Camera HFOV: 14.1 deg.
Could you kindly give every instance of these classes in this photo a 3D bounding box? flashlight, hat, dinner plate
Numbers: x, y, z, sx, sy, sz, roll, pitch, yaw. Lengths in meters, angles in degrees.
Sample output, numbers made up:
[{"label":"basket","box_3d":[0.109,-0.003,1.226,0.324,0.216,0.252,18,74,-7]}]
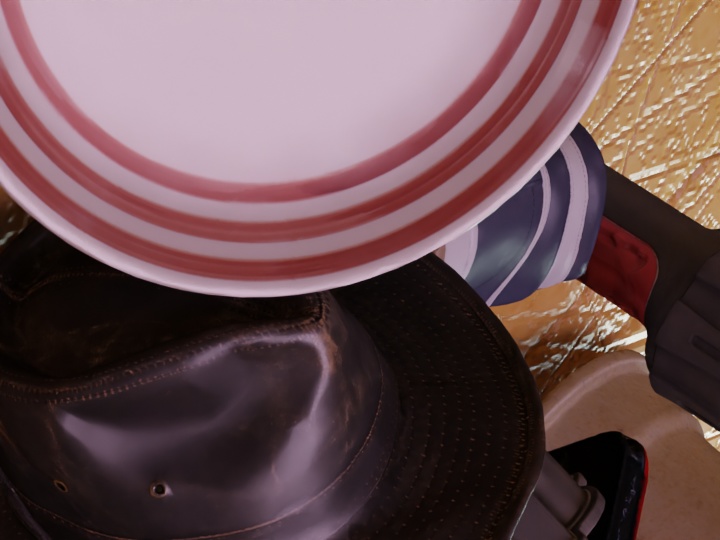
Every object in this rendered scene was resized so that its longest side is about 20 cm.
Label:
[{"label":"flashlight","box_3d":[0.072,-0.008,1.016,0.068,0.200,0.068,-18,132,-39]},{"label":"hat","box_3d":[-0.049,0.025,0.810,0.200,0.200,0.081,-36,142,-24]},{"label":"dinner plate","box_3d":[-0.019,-0.091,0.742,0.199,0.024,0.201,-7,112,-17]}]

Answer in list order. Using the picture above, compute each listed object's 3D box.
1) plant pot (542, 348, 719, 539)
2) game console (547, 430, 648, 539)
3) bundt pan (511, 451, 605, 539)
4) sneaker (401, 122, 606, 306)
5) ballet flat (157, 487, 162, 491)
[{"label":"plant pot","box_3d":[0.138,0.166,1.213,0.200,0.183,0.201,-42,151,-30]},{"label":"game console","box_3d":[-0.009,0.135,1.063,0.118,0.200,0.173,27,62,-25]},{"label":"bundt pan","box_3d":[-0.021,0.103,0.967,0.202,0.202,0.076,-38,98,-22]},{"label":"sneaker","box_3d":[0.000,0.000,0.979,0.108,0.070,0.200,-21,176,-40]},{"label":"ballet flat","box_3d":[-0.089,0.074,0.913,0.068,0.068,0.201,68,32,-51]}]
